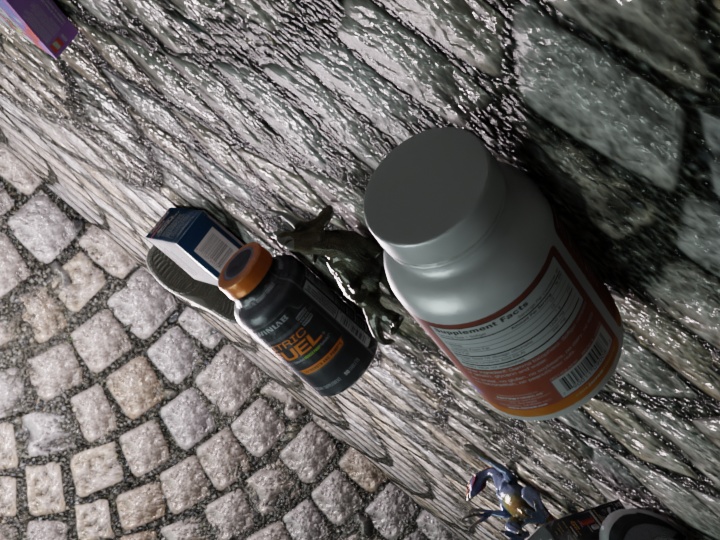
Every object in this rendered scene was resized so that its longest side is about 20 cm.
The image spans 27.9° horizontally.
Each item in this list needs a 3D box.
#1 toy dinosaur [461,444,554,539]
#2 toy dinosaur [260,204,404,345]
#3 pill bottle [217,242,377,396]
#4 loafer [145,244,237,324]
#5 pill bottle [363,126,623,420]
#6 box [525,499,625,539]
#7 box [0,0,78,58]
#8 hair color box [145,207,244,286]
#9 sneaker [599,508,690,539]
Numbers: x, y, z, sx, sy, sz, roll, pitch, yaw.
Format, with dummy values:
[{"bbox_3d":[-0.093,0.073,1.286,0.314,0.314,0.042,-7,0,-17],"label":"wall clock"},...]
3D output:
[{"bbox_3d":[0.212,0.333,2.033,0.199,0.106,0.182,27,-168,-6],"label":"toy dinosaur"},{"bbox_3d":[0.000,0.000,1.375,0.102,0.077,0.200,45,-179,37],"label":"toy dinosaur"},{"bbox_3d":[-0.079,0.054,1.742,0.200,0.107,0.106,43,169,-25],"label":"pill bottle"},{"bbox_3d":[-0.270,0.028,2.393,0.199,0.075,0.070,37,166,6],"label":"loafer"},{"bbox_3d":[0.083,0.003,0.916,0.112,0.112,0.200,28,166,43],"label":"pill bottle"},{"bbox_3d":[0.282,0.351,1.553,0.157,0.050,0.201,-5,-128,-49],"label":"box"},{"bbox_3d":[-0.369,-0.298,1.392,0.136,0.039,0.200,33,169,29],"label":"box"},{"bbox_3d":[-0.221,-0.033,1.987,0.100,0.061,0.200,42,169,-18],"label":"hair color box"},{"bbox_3d":[0.346,0.314,1.500,0.199,0.076,0.114,35,170,-13],"label":"sneaker"}]
